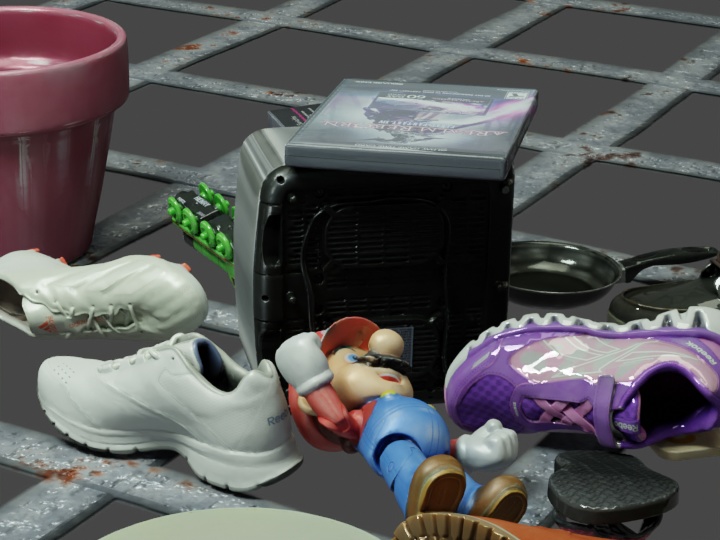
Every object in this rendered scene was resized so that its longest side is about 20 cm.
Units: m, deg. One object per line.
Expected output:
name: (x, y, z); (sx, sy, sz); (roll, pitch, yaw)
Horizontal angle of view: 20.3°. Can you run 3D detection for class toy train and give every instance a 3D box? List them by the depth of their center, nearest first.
toy train: (-0.094, -0.014, 1.563); (0.042, 0.057, 0.200); (-26, 31, -20)

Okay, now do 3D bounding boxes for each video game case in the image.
video game case: (0.039, -0.098, 1.354); (0.142, 0.019, 0.200); (4, 17, 10)

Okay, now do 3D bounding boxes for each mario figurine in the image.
mario figurine: (0.025, 0.083, 1.238); (0.106, 0.124, 0.200); (-34, 39, -12)

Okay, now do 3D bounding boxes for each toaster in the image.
toaster: (0.000, 0.000, 1.372); (0.199, 0.181, 0.119); (-4, 20, -13)

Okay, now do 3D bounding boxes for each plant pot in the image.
plant pot: (-0.284, -0.102, 1.617); (0.199, 0.180, 0.200); (0, 21, 0)

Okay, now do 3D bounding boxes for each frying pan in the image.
frying pan: (0.174, -0.004, 1.572); (0.190, 0.031, 0.115); (-12, 25, -35)

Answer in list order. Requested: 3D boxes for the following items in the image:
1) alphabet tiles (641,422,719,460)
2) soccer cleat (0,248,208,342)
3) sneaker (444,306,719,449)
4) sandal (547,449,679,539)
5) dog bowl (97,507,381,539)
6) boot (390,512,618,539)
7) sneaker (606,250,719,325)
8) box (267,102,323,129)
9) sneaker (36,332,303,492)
alphabet tiles: (0.272, 0.093, 1.357); (0.195, 0.015, 0.200); (-6, 23, -14)
soccer cleat: (-0.201, 0.025, 1.464); (0.200, 0.069, 0.078); (6, 27, 33)
sneaker: (0.152, 0.078, 1.295); (0.200, 0.081, 0.089); (-7, 33, 9)
sandal: (0.147, 0.139, 1.190); (0.075, 0.045, 0.200); (5, 1, 5)
dog bowl: (-0.063, 0.200, 1.008); (0.199, 0.079, 0.200); (0, 22, 0)
boot: (0.114, 0.175, 1.098); (0.200, 0.075, 0.107); (13, 11, 31)
sneaker: (0.279, -0.004, 1.473); (0.199, 0.107, 0.075); (-4, 22, -9)
box: (0.007, -0.044, 1.536); (0.114, 0.133, 0.200); (-8, 22, -14)
sneaker: (-0.124, 0.077, 1.301); (0.200, 0.087, 0.074); (10, 25, 26)
